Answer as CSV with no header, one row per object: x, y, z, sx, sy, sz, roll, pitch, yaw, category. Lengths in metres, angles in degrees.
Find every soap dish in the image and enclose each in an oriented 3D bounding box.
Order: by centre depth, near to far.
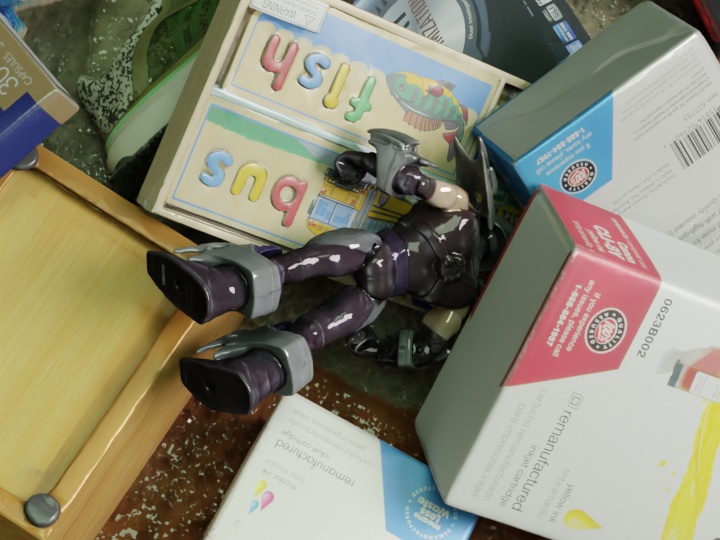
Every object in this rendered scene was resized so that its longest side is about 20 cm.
-0.164,0.039,1.015,0.157,0.081,0.200,33,68,1,soap dish

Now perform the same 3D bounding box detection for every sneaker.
-0.079,-0.134,1.066,0.200,0.077,0.089,-46,67,9,sneaker

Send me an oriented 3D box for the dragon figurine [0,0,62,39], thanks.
-0.224,-0.135,1.061,0.200,0.059,0.099,-39,94,-7,dragon figurine

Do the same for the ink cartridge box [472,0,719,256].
0.160,-0.022,1.066,0.116,0.068,0.200,-36,116,-2,ink cartridge box

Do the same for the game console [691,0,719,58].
0.238,-0.229,1.166,0.172,0.119,0.200,4,71,-10,game console

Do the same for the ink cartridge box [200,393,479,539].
-0.036,0.176,1.002,0.116,0.067,0.200,28,69,-1,ink cartridge box

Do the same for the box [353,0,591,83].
0.020,-0.143,1.133,0.160,0.044,0.200,-28,79,-19,box

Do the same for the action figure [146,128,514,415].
0.000,0.000,1.009,0.200,0.069,0.130,-19,109,-33,action figure

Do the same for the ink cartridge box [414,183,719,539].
0.150,0.066,1.012,0.200,0.083,0.145,20,108,-18,ink cartridge box

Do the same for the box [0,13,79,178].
-0.247,-0.056,0.993,0.200,0.032,0.121,-43,68,2,box

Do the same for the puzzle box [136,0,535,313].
0.000,-0.060,1.042,0.200,0.025,0.133,19,98,-29,puzzle box
